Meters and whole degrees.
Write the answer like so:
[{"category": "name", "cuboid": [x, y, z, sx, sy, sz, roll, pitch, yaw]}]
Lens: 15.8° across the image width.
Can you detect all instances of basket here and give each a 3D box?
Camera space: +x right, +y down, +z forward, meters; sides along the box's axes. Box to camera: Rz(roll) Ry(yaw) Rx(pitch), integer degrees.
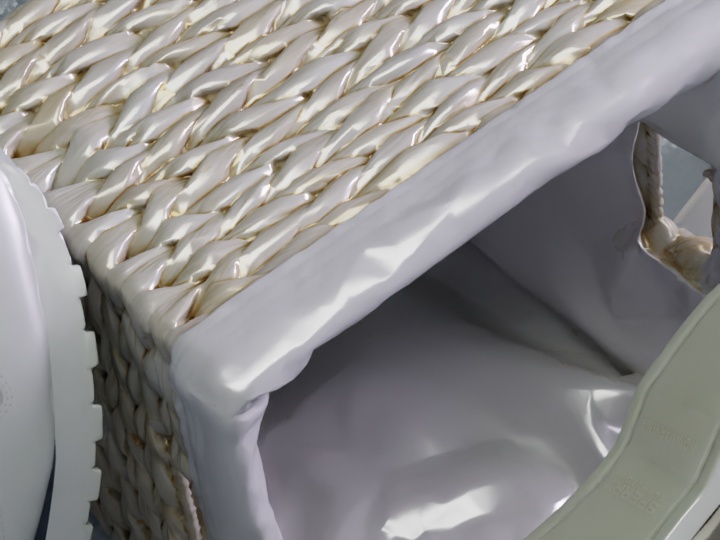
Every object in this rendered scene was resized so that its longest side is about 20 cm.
[{"category": "basket", "cuboid": [0.000, 0.000, 0.757, 0.200, 0.199, 0.161, -37, 56, -21]}]

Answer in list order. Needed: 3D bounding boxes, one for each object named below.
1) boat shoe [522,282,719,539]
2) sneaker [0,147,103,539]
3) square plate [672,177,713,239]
[{"category": "boat shoe", "cuboid": [0.080, 0.090, 0.719, 0.060, 0.072, 0.202, 39, 89, -24]}, {"category": "sneaker", "cuboid": [-0.118, 0.063, 0.667, 0.080, 0.201, 0.076, -4, 14, -31]}, {"category": "square plate", "cuboid": [0.196, 0.010, 0.794, 0.198, 0.200, 0.028, 46, 25, 24]}]
